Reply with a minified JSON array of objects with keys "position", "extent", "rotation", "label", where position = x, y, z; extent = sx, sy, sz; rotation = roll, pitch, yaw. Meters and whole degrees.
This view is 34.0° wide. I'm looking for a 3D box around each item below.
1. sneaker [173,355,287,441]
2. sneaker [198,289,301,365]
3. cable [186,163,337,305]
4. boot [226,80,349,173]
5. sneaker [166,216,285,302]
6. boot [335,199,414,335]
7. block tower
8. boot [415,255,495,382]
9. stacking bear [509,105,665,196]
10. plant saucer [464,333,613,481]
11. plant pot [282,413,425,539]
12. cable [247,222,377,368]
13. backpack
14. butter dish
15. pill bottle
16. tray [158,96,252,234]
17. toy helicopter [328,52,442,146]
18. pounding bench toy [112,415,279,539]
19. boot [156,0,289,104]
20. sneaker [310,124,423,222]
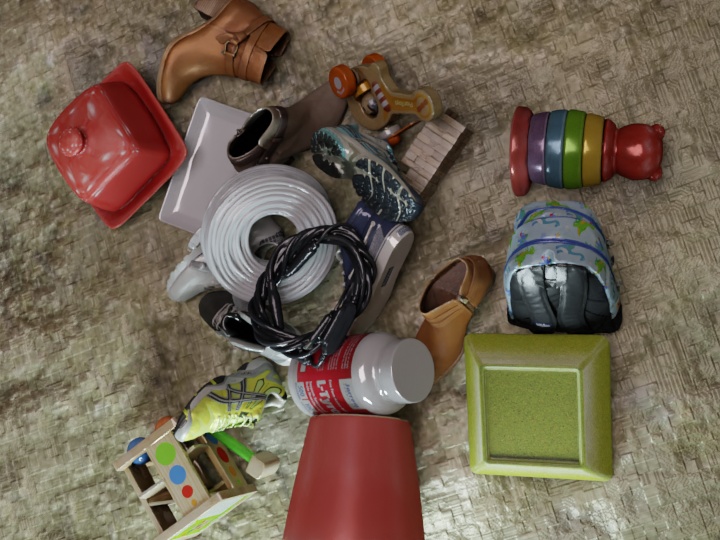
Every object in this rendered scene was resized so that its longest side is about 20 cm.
[{"position":[-0.180,0.191,1.671],"extent":[0.076,0.199,0.076],"rotation":[45,136,15],"label":"sneaker"},{"position":[-0.181,0.069,1.701],"extent":[0.199,0.115,0.076],"rotation":[23,90,32],"label":"sneaker"},{"position":[-0.129,-0.051,1.679],"extent":[0.198,0.069,0.201],"rotation":[23,102,-19],"label":"cable"},{"position":[-0.104,-0.212,1.692],"extent":[0.070,0.146,0.200],"rotation":[43,100,19],"label":"boot"},{"position":[-0.203,-0.009,1.752],"extent":[0.200,0.076,0.081],"rotation":[-39,83,11],"label":"sneaker"},{"position":[0.000,0.000,1.666],"extent":[0.090,0.072,0.201],"rotation":[39,118,23],"label":"boot"},{"position":[0.084,-0.137,1.670],"extent":[0.058,0.054,0.201],"rotation":[34,98,17],"label":"block tower"},{"position":[0.107,0.065,1.594],"extent":[0.073,0.155,0.201],"rotation":[29,96,18],"label":"boot"},{"position":[0.304,-0.160,1.570],"extent":[0.198,0.114,0.123],"rotation":[3,87,15],"label":"stacking bear"},{"position":[0.233,0.188,1.572],"extent":[0.198,0.048,0.202],"rotation":[0,101,19],"label":"plant saucer"},{"position":[-0.006,0.292,1.609],"extent":[0.198,0.200,0.180],"rotation":[-1,78,19],"label":"plant pot"},{"position":[-0.066,0.024,1.617],"extent":[0.162,0.051,0.202],"rotation":[26,88,31],"label":"cable"},{"position":[0.256,0.000,1.523],"extent":[0.161,0.200,0.156],"rotation":[3,78,20],"label":"backpack"},{"position":[-0.398,-0.192,1.784],"extent":[0.199,0.147,0.201],"rotation":[-41,75,23],"label":"butter dish"},{"position":[0.002,0.143,1.610],"extent":[0.199,0.112,0.114],"rotation":[-10,82,46],"label":"pill bottle"},{"position":[-0.230,-0.155,1.798],"extent":[0.106,0.022,0.202],"rotation":[21,93,20],"label":"tray"},{"position":[0.045,-0.228,1.649],"extent":[0.199,0.078,0.134],"rotation":[16,124,52],"label":"toy helicopter"},{"position":[-0.231,0.274,1.714],"extent":[0.199,0.124,0.157],"rotation":[-37,75,13],"label":"pounding bench toy"},{"position":[-0.208,-0.314,1.783],"extent":[0.154,0.077,0.201],"rotation":[31,89,15],"label":"boot"},{"position":[0.024,-0.146,1.624],"extent":[0.200,0.086,0.078],"rotation":[41,140,27],"label":"sneaker"}]
